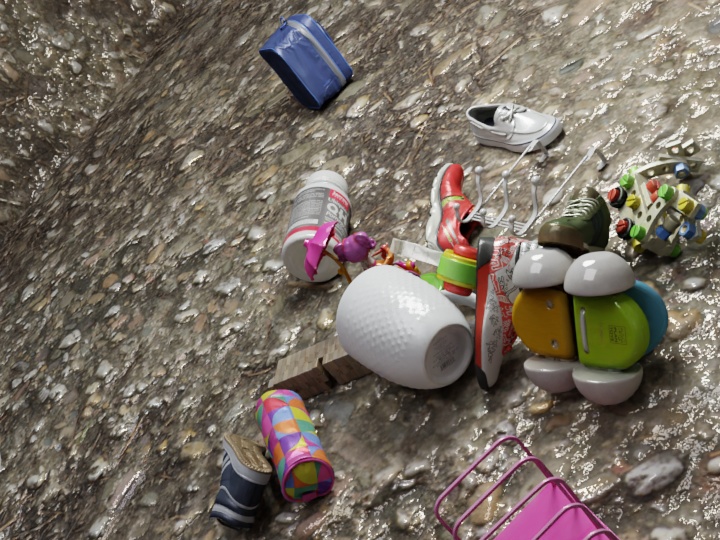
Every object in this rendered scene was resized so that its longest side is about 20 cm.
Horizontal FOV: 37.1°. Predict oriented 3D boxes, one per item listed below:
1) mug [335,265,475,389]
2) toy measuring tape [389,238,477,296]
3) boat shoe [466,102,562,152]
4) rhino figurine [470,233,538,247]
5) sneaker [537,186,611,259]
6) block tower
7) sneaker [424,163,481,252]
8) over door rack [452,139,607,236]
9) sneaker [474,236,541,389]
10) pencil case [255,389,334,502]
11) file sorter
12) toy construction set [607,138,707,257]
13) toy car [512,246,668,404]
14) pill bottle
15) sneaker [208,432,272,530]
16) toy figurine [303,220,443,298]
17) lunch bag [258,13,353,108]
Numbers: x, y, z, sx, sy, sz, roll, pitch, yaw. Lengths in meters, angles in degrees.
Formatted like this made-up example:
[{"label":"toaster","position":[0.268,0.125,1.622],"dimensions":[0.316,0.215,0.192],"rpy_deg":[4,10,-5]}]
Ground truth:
[{"label":"mug","position":[0.092,0.079,1.514],"dimensions":[0.198,0.150,0.175],"rpy_deg":[-22,28,-27]},{"label":"toy measuring tape","position":[0.111,-0.011,1.508],"dimensions":[0.198,0.074,0.074],"rpy_deg":[20,65,33]},{"label":"boat shoe","position":[0.247,-0.243,1.780],"dimensions":[0.199,0.065,0.074],"rpy_deg":[7,56,53]},{"label":"rhino figurine","position":[0.203,-0.010,1.549],"dimensions":[0.198,0.060,0.087],"rpy_deg":[-9,24,45]},{"label":"sneaker","position":[0.280,-0.066,1.387],"dimensions":[0.066,0.200,0.091],"rpy_deg":[8,88,27]},{"label":"block tower","position":[-0.049,0.146,1.663],"dimensions":[0.198,0.054,0.058],"rpy_deg":[-25,34,27]},{"label":"sneaker","position":[0.158,-0.091,1.713],"dimensions":[0.084,0.077,0.202],"rpy_deg":[-6,49,19]},{"label":"over door rack","position":[0.248,-0.138,1.615],"dimensions":[0.199,0.067,0.147],"rpy_deg":[-40,29,-19]},{"label":"sneaker","position":[0.206,0.058,1.417],"dimensions":[0.106,0.205,0.067],"rpy_deg":[1,0,10]},{"label":"pencil case","position":[-0.098,0.254,1.564],"dimensions":[0.088,0.088,0.200],"rpy_deg":[-40,29,4]},{"label":"file sorter","position":[0.187,0.292,1.135],"dimensions":[0.139,0.126,0.200],"rpy_deg":[-44,30,-2]},{"label":"toy construction set","position":[0.393,-0.097,1.402],"dimensions":[0.131,0.091,0.201],"rpy_deg":[-52,12,38]},{"label":"toy car","position":[0.286,0.057,1.307],"dimensions":[0.149,0.178,0.199],"rpy_deg":[-16,13,-33]},{"label":"pill bottle","position":[-0.073,-0.085,1.919],"dimensions":[0.110,0.111,0.202],"rpy_deg":[-24,36,28]},{"label":"sneaker","position":[-0.183,0.316,1.595],"dimensions":[0.200,0.069,0.110],"rpy_deg":[-153,82,-77]},{"label":"toy figurine","position":[0.000,0.000,1.656],"dimensions":[0.198,0.184,0.151],"rpy_deg":[-20,37,32]},{"label":"lunch bag","position":[-0.118,-0.472,2.361],"dimensions":[0.132,0.200,0.136],"rpy_deg":[-46,25,-11]}]
